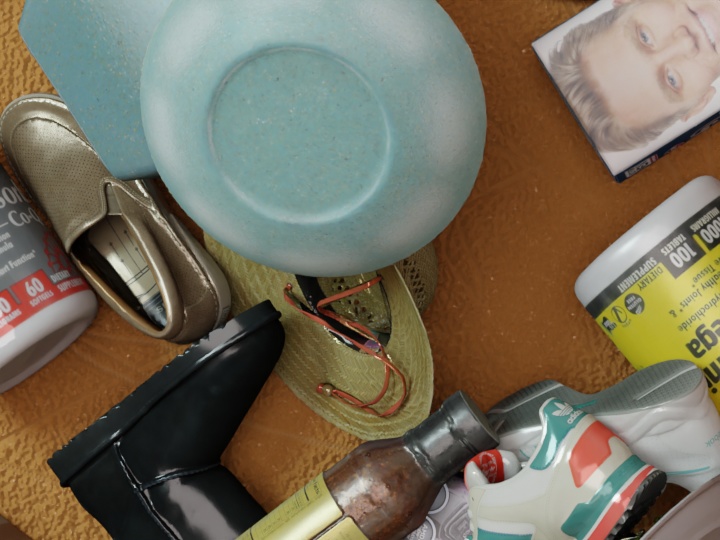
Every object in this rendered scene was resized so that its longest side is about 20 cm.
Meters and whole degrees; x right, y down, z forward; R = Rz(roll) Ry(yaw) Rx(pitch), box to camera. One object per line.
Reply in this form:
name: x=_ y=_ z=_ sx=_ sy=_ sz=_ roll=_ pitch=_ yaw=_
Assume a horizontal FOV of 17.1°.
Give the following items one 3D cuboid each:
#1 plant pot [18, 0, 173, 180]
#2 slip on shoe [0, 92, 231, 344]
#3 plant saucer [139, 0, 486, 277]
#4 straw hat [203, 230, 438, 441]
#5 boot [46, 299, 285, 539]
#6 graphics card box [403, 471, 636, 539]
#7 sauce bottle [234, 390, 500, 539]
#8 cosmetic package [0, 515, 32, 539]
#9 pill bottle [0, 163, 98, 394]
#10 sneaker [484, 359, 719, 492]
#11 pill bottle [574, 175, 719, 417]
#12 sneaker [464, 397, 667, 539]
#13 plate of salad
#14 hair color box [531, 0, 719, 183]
plant pot: x=-0.086 y=-0.156 z=1.455 sx=0.200 sy=0.196 sz=0.196 roll=-35 pitch=84 yaw=15
slip on shoe: x=-0.165 y=-0.032 z=1.508 sx=0.076 sy=0.061 sz=0.200 roll=-44 pitch=78 yaw=27
plant saucer: x=-0.031 y=-0.081 z=1.335 sx=0.201 sy=0.039 sz=0.201 roll=5 pitch=115 yaw=11
straw hat: x=0.000 y=0.000 z=1.481 sx=0.085 sy=0.201 sz=0.201 roll=-35 pitch=82 yaw=-33
boot: x=-0.086 y=0.135 z=1.493 sx=0.198 sy=0.073 sz=0.163 roll=-39 pitch=84 yaw=16
graphics card box: x=0.106 y=0.206 z=1.482 sx=0.200 sy=0.051 sz=0.126 roll=20 pitch=91 yaw=9
sauce bottle: x=-0.006 y=0.148 z=1.425 sx=0.200 sy=0.066 sz=0.066 roll=-36 pitch=84 yaw=7
cosmetic package: x=-0.229 y=0.217 z=1.503 sx=0.200 sy=0.103 sz=0.087 roll=37 pitch=94 yaw=6
pill bottle: x=-0.265 y=-0.023 z=1.507 sx=0.116 sy=0.116 sz=0.200 roll=-37 pitch=84 yaw=5
sneaker: x=0.137 y=0.109 z=1.434 sx=0.070 sy=0.200 sz=0.080 roll=-42 pitch=110 yaw=-37
pill bottle: x=0.231 y=0.051 z=1.438 sx=0.112 sy=0.112 sz=0.200 roll=-40 pitch=84 yaw=5
sneaker: x=0.090 y=0.155 z=1.404 sx=0.093 sy=0.070 sz=0.200 roll=45 pitch=125 yaw=12
plate of salad: x=0.152 y=0.183 z=1.358 sx=0.048 sy=0.200 sz=0.200 roll=39 pitch=94 yaw=23
hair color box: x=0.216 y=-0.148 z=1.473 sx=0.200 sy=0.061 sz=0.100 roll=-33 pitch=84 yaw=6
